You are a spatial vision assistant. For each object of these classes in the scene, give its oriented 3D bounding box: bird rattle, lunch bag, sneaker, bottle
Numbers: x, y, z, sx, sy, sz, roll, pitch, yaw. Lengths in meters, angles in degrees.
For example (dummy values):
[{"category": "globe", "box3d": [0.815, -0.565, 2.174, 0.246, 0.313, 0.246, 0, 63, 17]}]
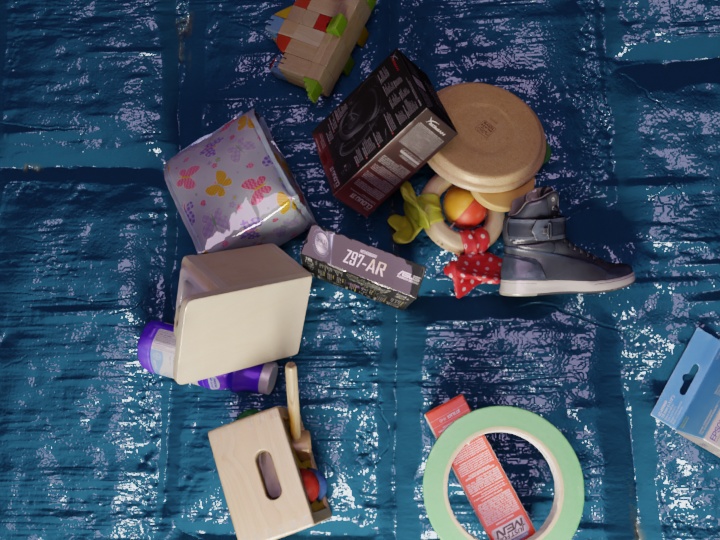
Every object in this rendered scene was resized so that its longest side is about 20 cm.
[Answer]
[{"category": "bird rattle", "box3d": [0.143, -0.071, 1.291, 0.199, 0.113, 0.164, 34, 69, 9]}, {"category": "lunch bag", "box3d": [-0.180, -0.120, 1.321, 0.169, 0.127, 0.201, -31, 66, 2]}, {"category": "sneaker", "box3d": [0.287, -0.042, 1.242, 0.200, 0.077, 0.148, -1, 92, -16]}, {"category": "bottle", "box3d": [-0.218, 0.131, 1.301, 0.198, 0.084, 0.066, 14, 54, 9]}]

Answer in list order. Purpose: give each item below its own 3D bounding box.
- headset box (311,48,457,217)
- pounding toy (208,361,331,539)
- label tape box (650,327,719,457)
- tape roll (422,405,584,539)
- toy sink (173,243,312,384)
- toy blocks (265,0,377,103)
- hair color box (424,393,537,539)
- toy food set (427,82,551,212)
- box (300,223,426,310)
[{"category": "headset box", "box3d": [0.022, -0.187, 1.279, 0.200, 0.077, 0.150, -42, 42, 21]}, {"category": "pounding toy", "box3d": [-0.108, 0.248, 1.214, 0.141, 0.184, 0.202, -20, 77, 3]}, {"category": "label tape box", "box3d": [0.515, 0.184, 1.210, 0.199, 0.066, 0.144, 31, 84, 10]}, {"category": "tape roll", "box3d": [0.177, 0.271, 1.132, 0.198, 0.048, 0.203, -1, 78, 5]}, {"category": "toy sink", "box3d": [-0.183, 0.053, 1.228, 0.112, 0.199, 0.132, 36, 126, 39]}, {"category": "toy blocks", "box3d": [-0.079, -0.362, 1.383, 0.136, 0.100, 0.202, 23, 82, 22]}, {"category": "hair color box", "box3d": [0.159, 0.271, 1.214, 0.063, 0.111, 0.202, -27, 78, 0]}, {"category": "toy food set", "box3d": [0.177, -0.190, 1.305, 0.198, 0.049, 0.199, 25, 61, 7]}, {"category": "box", "box3d": [0.000, 0.000, 1.228, 0.159, 0.200, 0.044, 21, 83, 1]}]
